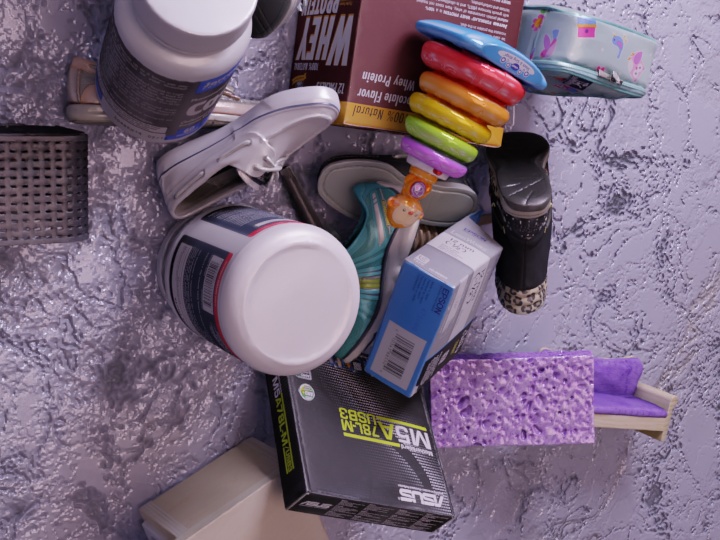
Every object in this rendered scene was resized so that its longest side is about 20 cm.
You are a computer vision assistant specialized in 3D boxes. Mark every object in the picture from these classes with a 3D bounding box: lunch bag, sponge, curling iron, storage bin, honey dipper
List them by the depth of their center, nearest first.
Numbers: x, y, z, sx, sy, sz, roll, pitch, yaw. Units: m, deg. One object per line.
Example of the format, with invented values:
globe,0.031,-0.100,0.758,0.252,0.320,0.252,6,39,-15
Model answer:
storage bin,-0.342,-0.075,0.897,0.200,0.135,0.094,-5,103,-30
curling iron,-0.048,-0.020,1.152,0.050,0.026,0.200,-28,113,-27
lunch bag,0.218,-0.235,1.167,0.160,0.200,0.077,12,95,-34
honey dipper,0.131,-0.057,1.253,0.200,0.038,0.038,-14,107,-33
sponge,0.182,0.155,1.274,0.199,0.030,0.112,-1,101,-1

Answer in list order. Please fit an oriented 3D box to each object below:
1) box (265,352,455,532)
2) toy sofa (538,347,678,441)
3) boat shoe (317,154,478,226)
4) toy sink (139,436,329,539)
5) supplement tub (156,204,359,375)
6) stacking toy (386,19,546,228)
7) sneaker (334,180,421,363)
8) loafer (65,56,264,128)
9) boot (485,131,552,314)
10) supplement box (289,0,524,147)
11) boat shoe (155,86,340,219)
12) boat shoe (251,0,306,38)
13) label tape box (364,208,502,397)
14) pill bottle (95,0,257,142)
box,-0.004,0.174,1.133,0.200,0.193,0.048,19,130,-34
toy sofa,0.314,0.162,1.377,0.200,0.083,0.098,8,97,-32
boat shoe,0.035,-0.094,1.171,0.200,0.060,0.076,13,121,-32
toy sink,-0.150,0.289,1.105,0.200,0.112,0.131,-32,115,-27
supplement tub,-0.104,0.012,1.022,0.140,0.200,0.141,-7,104,-30
stacking toy,0.078,-0.130,1.016,0.116,0.110,0.200,22,99,-35
sneaker,0.000,0.000,1.133,0.079,0.078,0.201,14,101,-13
loafer,-0.181,-0.170,1.019,0.199,0.072,0.063,-2,94,-28
boot,0.181,-0.060,1.218,0.073,0.204,0.154,0,120,5
supplement box,0.047,-0.242,1.101,0.197,0.133,0.201,4,98,-32
boat shoe,-0.103,-0.108,1.020,0.074,0.200,0.066,28,41,-59
boat shoe,-0.098,-0.251,0.973,0.065,0.202,0.075,-40,102,-22
label tape box,0.094,0.030,1.151,0.200,0.066,0.144,-30,145,-54
pill bottle,-0.156,-0.195,0.895,0.113,0.200,0.114,6,73,-19
